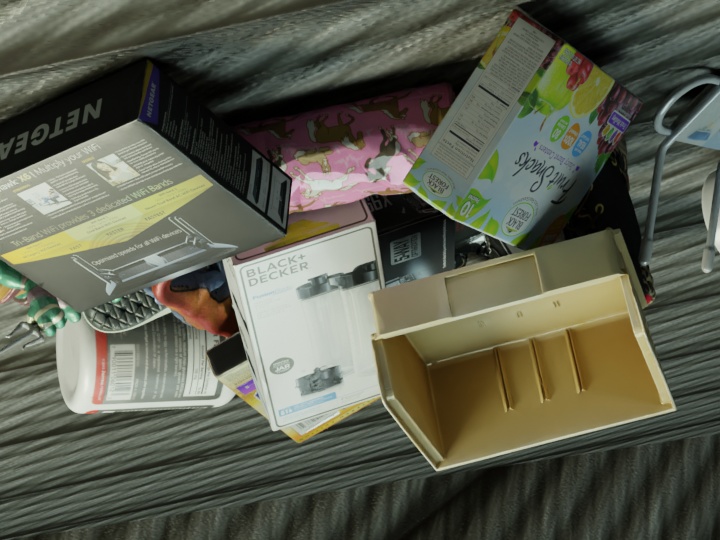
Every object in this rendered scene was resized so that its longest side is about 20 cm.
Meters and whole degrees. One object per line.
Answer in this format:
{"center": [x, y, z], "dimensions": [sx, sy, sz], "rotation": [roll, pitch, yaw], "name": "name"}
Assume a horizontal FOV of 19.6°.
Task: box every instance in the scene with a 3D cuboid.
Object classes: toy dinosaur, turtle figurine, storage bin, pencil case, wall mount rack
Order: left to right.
{"center": [-0.288, 0.018, 1.669], "dimensions": [0.149, 0.102, 0.199], "rotation": [-2, -176, 38], "name": "turtle figurine"}
{"center": [-0.123, 0.013, 1.691], "dimensions": [0.105, 0.201, 0.182], "rotation": [-35, -171, 12], "name": "toy dinosaur"}
{"center": [-0.020, -0.081, 1.521], "dimensions": [0.198, 0.083, 0.087], "rotation": [-11, 123, 0], "name": "pencil case"}
{"center": [0.123, 0.060, 1.586], "dimensions": [0.198, 0.094, 0.199], "rotation": [-15, 157, 10], "name": "storage bin"}
{"center": [0.294, -0.085, 1.695], "dimensions": [0.174, 0.075, 0.199], "rotation": [-48, 151, 23], "name": "wall mount rack"}

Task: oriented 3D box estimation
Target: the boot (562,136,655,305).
{"center": [0.177, -0.046, 1.679], "dimensions": [0.073, 0.152, 0.200], "rotation": [-16, 167, 23], "name": "boot"}

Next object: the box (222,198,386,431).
{"center": [-0.039, 0.026, 1.623], "dimensions": [0.116, 0.060, 0.201], "rotation": [-17, 137, -8], "name": "box"}

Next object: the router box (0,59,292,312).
{"center": [-0.172, -0.053, 1.437], "dimensions": [0.199, 0.053, 0.157], "rotation": [-19, 141, 31], "name": "router box"}

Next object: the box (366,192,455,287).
{"center": [0.000, 0.000, 1.763], "dimensions": [0.157, 0.050, 0.200], "rotation": [-19, 154, -7], "name": "box"}

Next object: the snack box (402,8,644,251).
{"center": [0.120, -0.092, 1.483], "dimensions": [0.143, 0.053, 0.200], "rotation": [-56, 156, 7], "name": "snack box"}

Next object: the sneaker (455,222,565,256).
{"center": [0.145, -0.033, 1.839], "dimensions": [0.199, 0.099, 0.071], "rotation": [-10, 169, -1], "name": "sneaker"}

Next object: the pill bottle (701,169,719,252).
{"center": [0.408, -0.075, 1.844], "dimensions": [0.199, 0.117, 0.115], "rotation": [-22, 163, 41], "name": "pill bottle"}

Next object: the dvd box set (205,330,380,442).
{"center": [-0.031, 0.076, 1.781], "dimensions": [0.146, 0.030, 0.200], "rotation": [-30, 153, 7], "name": "dvd box set"}

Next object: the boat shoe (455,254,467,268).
{"center": [0.058, -0.007, 1.941], "dimensions": [0.074, 0.067, 0.199], "rotation": [-14, 167, 13], "name": "boat shoe"}

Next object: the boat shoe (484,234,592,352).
{"center": [0.134, 0.006, 1.753], "dimensions": [0.068, 0.200, 0.073], "rotation": [-39, 155, 22], "name": "boat shoe"}

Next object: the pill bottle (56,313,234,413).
{"center": [-0.174, 0.071, 1.931], "dimensions": [0.198, 0.117, 0.116], "rotation": [-1, 165, -21], "name": "pill bottle"}

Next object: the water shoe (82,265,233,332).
{"center": [-0.149, -0.002, 1.826], "dimensions": [0.198, 0.072, 0.079], "rotation": [-12, -166, 1], "name": "water shoe"}

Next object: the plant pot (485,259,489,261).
{"center": [0.193, 0.044, 2.053], "dimensions": [0.199, 0.135, 0.200], "rotation": [-22, 173, -3], "name": "plant pot"}
